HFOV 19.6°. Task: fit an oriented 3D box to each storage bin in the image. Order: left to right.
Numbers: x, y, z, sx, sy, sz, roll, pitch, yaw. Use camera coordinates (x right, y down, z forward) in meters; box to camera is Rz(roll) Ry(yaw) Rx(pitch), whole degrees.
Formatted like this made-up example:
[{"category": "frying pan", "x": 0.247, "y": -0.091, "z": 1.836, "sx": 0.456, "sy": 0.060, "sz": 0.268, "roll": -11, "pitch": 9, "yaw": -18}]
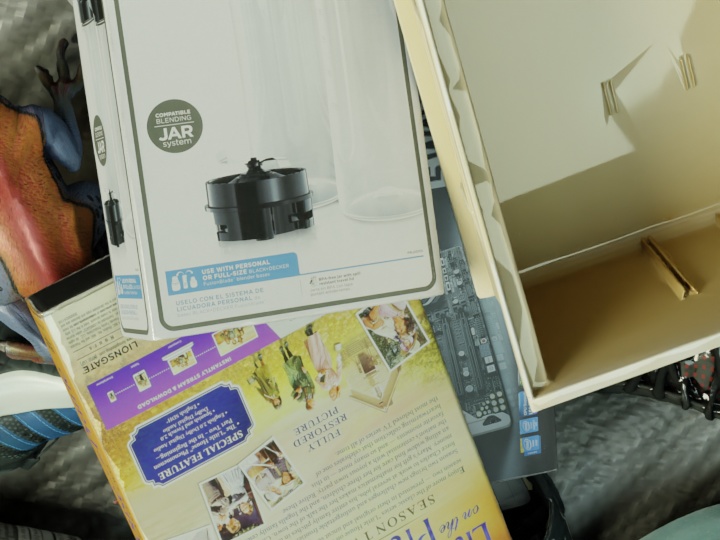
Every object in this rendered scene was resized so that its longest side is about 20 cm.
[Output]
[{"category": "storage bin", "x": 0.118, "y": -0.087, "z": 0.715, "sx": 0.198, "sy": 0.094, "sz": 0.200, "roll": -18, "pitch": 113, "yaw": -2}]

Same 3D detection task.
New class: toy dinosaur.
[{"category": "toy dinosaur", "x": -0.125, "y": -0.040, "z": 0.827, "sx": 0.105, "sy": 0.200, "sz": 0.182, "roll": -35, "pitch": 151, "yaw": -14}]

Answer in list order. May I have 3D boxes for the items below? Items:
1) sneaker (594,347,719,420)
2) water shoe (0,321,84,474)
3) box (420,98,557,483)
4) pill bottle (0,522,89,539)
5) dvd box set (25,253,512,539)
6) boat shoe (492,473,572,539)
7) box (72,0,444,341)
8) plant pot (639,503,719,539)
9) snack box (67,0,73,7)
[{"category": "sneaker", "x": 0.147, "y": 0.029, "z": 0.958, "sx": 0.199, "sy": 0.098, "sz": 0.071, "roll": -7, "pitch": 124, "yaw": -7}, {"category": "water shoe", "x": -0.147, "y": 0.047, "z": 0.933, "sx": 0.198, "sy": 0.072, "sz": 0.079, "roll": -11, "pitch": 150, "yaw": -7}, {"category": "box", "x": 0.000, "y": 0.000, "z": 0.884, "sx": 0.156, "sy": 0.050, "sz": 0.202, "roll": -9, "pitch": 109, "yaw": -17}, {"category": "pill bottle", "x": -0.169, "y": 0.174, "z": 0.956, "sx": 0.198, "sy": 0.116, "sz": 0.117, "roll": 14, "pitch": 117, "yaw": -14}, {"category": "dvd box set", "x": -0.030, "y": 0.067, "z": 0.845, "sx": 0.146, "sy": 0.029, "sz": 0.201, "roll": -28, "pitch": 113, "yaw": -14}, {"category": "boat shoe", "x": 0.063, "y": 0.122, "z": 1.013, "sx": 0.074, "sy": 0.066, "sz": 0.200, "roll": -20, "pitch": 123, "yaw": 0}, {"category": "box", "x": -0.043, "y": -0.082, "z": 0.768, "sx": 0.116, "sy": 0.060, "sz": 0.202, "roll": -7, "pitch": 92, "yaw": -16}, {"category": "plant pot", "x": 0.201, "y": 0.235, "z": 1.052, "sx": 0.199, "sy": 0.134, "sz": 0.202, "roll": -13, "pitch": 128, "yaw": -17}, {"category": "snack box", "x": -0.057, "y": -0.091, "z": 0.882, "sx": 0.072, "sy": 0.024, "sz": 0.200, "roll": -34, "pitch": 122, "yaw": 8}]
